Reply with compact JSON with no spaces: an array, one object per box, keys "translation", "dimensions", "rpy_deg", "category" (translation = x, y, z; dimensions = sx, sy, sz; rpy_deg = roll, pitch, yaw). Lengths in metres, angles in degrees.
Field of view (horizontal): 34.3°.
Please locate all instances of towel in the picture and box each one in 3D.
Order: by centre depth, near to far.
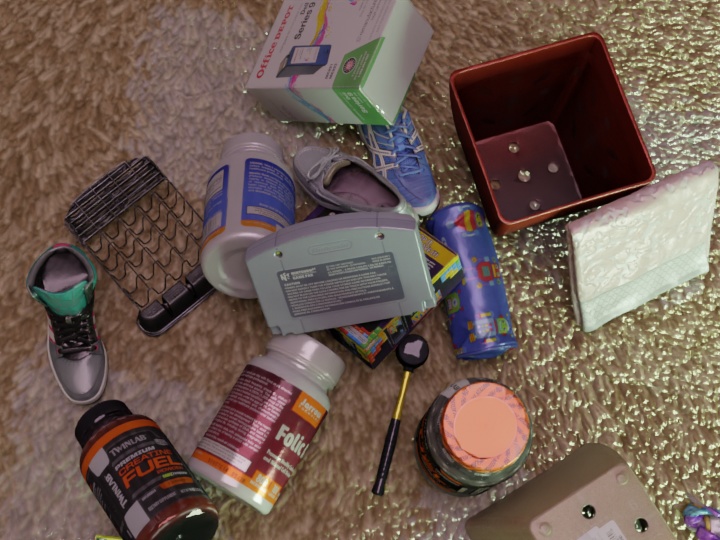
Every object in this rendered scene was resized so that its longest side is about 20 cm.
[{"translation":[0.347,-0.027,1.434],"dimensions":[0.199,0.192,0.032],"rpy_deg":[-25,47,-9],"category":"towel"}]

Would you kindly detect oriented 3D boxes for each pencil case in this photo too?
[{"translation":[0.135,0.015,1.460],"dimensions":[0.078,0.087,0.201],"rpy_deg":[-3,74,-35],"category":"pencil case"}]

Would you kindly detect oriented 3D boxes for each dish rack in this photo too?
[{"translation":[-0.266,-0.038,1.464],"dimensions":[0.153,0.055,0.200],"rpy_deg":[-39,78,-14],"category":"dish rack"}]

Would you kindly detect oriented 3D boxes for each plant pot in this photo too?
[{"translation":[0.264,0.318,1.333],"dimensions":[0.199,0.177,0.200],"rpy_deg":[-29,78,-12],"category":"plant pot"},{"translation":[0.221,-0.149,1.460],"dimensions":[0.198,0.176,0.201],"rpy_deg":[-16,77,-8],"category":"plant pot"}]

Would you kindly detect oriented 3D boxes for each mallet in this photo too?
[{"translation":[0.046,0.172,1.417],"dimensions":[0.041,0.066,0.201],"rpy_deg":[14,74,2],"category":"mallet"}]

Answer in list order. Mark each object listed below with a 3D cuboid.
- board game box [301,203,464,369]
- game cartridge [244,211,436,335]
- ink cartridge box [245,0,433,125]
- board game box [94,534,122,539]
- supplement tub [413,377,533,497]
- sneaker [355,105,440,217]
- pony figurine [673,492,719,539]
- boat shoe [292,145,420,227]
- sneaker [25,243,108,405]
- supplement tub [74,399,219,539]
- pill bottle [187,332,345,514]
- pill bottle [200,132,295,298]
[{"translation":[0.000,0.000,1.429],"dimensions":[0.165,0.057,0.200],"rpy_deg":[-43,56,-14],"category":"board game box"},{"translation":[-0.023,0.001,1.319],"dimensions":[0.198,0.134,0.041],"rpy_deg":[-10,37,10],"category":"game cartridge"},{"translation":[-0.029,-0.267,1.472],"dimensions":[0.199,0.087,0.146],"rpy_deg":[8,68,42],"category":"ink cartridge box"},{"translation":[-0.263,0.411,1.341],"dimensions":[0.101,0.048,0.202],"rpy_deg":[4,74,-2],"category":"board game box"},{"translation":[0.129,0.193,1.347],"dimensions":[0.122,0.200,0.123],"rpy_deg":[1,74,-3],"category":"supplement tub"},{"translation":[0.041,-0.154,1.483],"dimensions":[0.075,0.077,0.201],"rpy_deg":[-22,64,-10],"category":"sneaker"},{"translation":[0.477,0.344,1.369],"dimensions":[0.198,0.167,0.194],"rpy_deg":[4,42,1],"category":"pony figurine"},{"translation":[-0.011,-0.106,1.427],"dimensions":[0.074,0.065,0.202],"rpy_deg":[-42,55,-13],"category":"boat shoe"},{"translation":[-0.347,0.055,1.396],"dimensions":[0.083,0.121,0.201],"rpy_deg":[-11,76,-7],"category":"sneaker"},{"translation":[-0.254,0.240,1.340],"dimensions":[0.107,0.107,0.200],"rpy_deg":[-37,57,-12],"category":"supplement tub"},{"translation":[-0.107,0.175,1.382],"dimensions":[0.114,0.114,0.201],"rpy_deg":[30,75,5],"category":"pill bottle"},{"translation":[-0.134,-0.073,1.423],"dimensions":[0.111,0.113,0.201],"rpy_deg":[1,46,-3],"category":"pill bottle"}]
